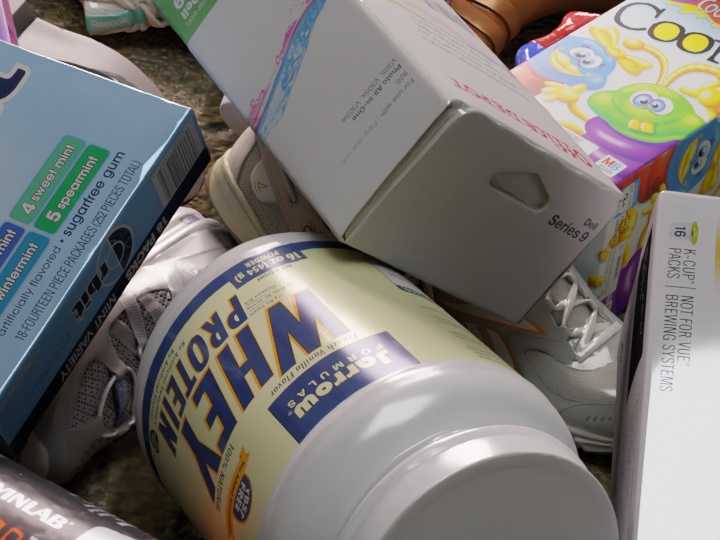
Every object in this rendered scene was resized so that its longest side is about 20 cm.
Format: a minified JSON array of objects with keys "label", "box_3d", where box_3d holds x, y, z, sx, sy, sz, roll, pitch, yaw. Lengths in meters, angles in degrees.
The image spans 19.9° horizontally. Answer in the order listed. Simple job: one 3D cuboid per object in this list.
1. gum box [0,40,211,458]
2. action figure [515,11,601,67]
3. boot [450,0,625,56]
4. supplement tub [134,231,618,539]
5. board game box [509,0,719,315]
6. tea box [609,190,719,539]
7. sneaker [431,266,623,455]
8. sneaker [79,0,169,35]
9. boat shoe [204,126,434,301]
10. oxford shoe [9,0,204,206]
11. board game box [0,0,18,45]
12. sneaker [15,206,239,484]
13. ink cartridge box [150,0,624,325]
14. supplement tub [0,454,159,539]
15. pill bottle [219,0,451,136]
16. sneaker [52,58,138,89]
[{"label":"gum box","box_3d":[-0.196,-0.029,0.925,0.199,0.045,0.170,21,64,22]},{"label":"action figure","box_3d":[0.078,-0.083,1.160,0.052,0.066,0.200,24,44,36]},{"label":"boot","box_3d":[0.092,-0.167,1.254,0.199,0.077,0.155,13,38,13]},{"label":"supplement tub","box_3d":[0.003,0.084,0.860,0.145,0.145,0.200,-15,30,-23]},{"label":"board game box","box_3d":[0.151,-0.069,1.122,0.103,0.105,0.200,32,47,29]},{"label":"tea box","box_3d":[0.207,0.092,0.877,0.196,0.134,0.201,8,55,4]},{"label":"sneaker","box_3d":[0.082,0.013,1.025,0.200,0.092,0.076,34,46,29]},{"label":"sneaker","box_3d":[-0.126,-0.169,1.251,0.200,0.075,0.088,26,56,31]},{"label":"boat shoe","box_3d":[0.000,0.000,1.015,0.072,0.065,0.200,-4,51,-53]},{"label":"oxford shoe","box_3d":[-0.172,-0.090,1.148,0.200,0.071,0.071,36,48,10]},{"label":"board game box","box_3d":[-0.211,-0.047,0.980,0.120,0.032,0.201,-19,57,3]},{"label":"sneaker","box_3d":[-0.098,0.035,0.989,0.082,0.075,0.200,18,40,17]},{"label":"ink cartridge box","box_3d":[0.011,-0.082,0.967,0.145,0.088,0.200,24,20,-49]},{"label":"supplement tub","box_3d":[-0.127,0.144,0.829,0.199,0.107,0.107,24,43,22]},{"label":"pill bottle","box_3d":[-0.004,-0.162,1.156,0.112,0.112,0.201,18,76,15]},{"label":"sneaker","box_3d":[-0.215,-0.091,1.066,0.199,0.074,0.082,2,-3,10]}]
